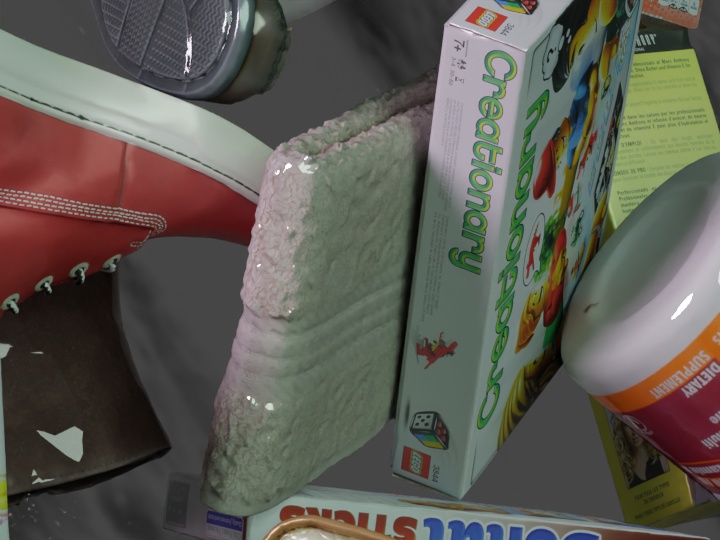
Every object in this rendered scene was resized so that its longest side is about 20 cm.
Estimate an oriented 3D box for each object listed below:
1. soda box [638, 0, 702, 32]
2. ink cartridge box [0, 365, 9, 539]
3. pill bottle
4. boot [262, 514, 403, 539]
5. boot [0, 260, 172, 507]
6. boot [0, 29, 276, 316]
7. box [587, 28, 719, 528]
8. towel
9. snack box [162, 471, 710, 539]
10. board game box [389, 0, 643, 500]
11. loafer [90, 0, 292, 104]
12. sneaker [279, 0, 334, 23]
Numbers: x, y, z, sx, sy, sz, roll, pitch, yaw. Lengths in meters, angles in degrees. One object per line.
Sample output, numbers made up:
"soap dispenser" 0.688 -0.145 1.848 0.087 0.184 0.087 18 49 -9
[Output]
"soda box" 0.042 -0.145 1.127 0.199 0.063 0.069 14 84 -35
"ink cartridge box" -0.182 0.090 0.865 0.145 0.083 0.201 -14 109 -41
"pill bottle" 0.181 0.055 1.132 0.200 0.109 0.110 39 56 -16
"boot" 0.056 0.147 1.002 0.174 0.200 0.066 19 80 12
"boot" -0.165 0.004 1.020 0.199 0.072 0.167 -8 74 -37
"boot" -0.112 0.000 0.998 0.199 0.072 0.145 18 86 -40
"box" 0.122 0.002 1.213 0.075 0.050 0.201 -9 76 -34
"towel" 0.000 0.000 1.066 0.034 0.133 0.200 17 18 18
"snack box" 0.030 0.098 1.104 0.199 0.072 0.024 8 87 -29
"board game box" 0.060 -0.030 1.095 0.034 0.201 0.126 20 38 18
"loafer" -0.067 -0.114 1.071 0.063 0.200 0.072 13 109 -35
"sneaker" 0.029 -0.150 1.205 0.200 0.072 0.073 -38 120 -29
